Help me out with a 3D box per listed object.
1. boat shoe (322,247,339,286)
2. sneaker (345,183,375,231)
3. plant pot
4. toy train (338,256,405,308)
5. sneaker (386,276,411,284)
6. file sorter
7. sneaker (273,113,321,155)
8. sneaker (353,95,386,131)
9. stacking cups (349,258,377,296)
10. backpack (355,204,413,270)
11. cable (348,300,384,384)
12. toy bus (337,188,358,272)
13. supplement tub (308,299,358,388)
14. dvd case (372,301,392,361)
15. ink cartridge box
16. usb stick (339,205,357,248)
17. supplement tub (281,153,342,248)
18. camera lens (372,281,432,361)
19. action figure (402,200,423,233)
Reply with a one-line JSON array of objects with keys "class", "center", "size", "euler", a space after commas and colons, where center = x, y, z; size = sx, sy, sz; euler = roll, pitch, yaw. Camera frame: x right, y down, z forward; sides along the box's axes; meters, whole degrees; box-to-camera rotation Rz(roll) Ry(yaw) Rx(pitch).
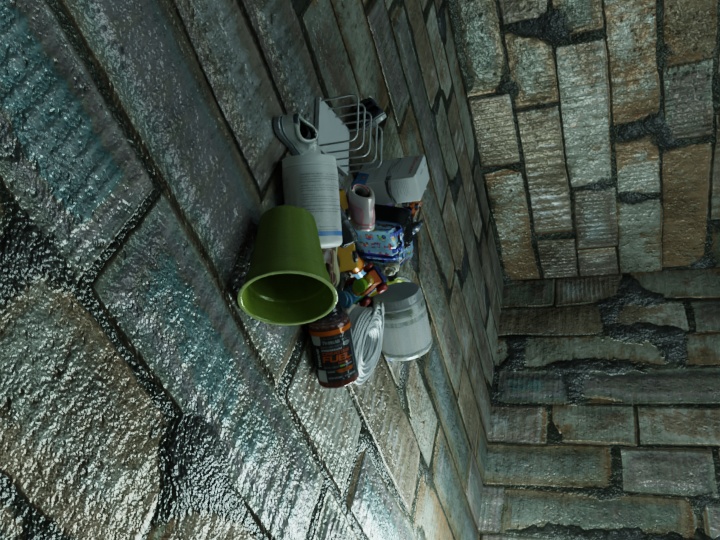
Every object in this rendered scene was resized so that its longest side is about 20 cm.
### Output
[{"class": "boat shoe", "center": [-0.096, -0.037, 1.570], "size": [0.072, 0.071, 0.204], "euler": [-55, 142, -59]}, {"class": "sneaker", "center": [-0.011, -0.185, 1.678], "size": [0.200, 0.074, 0.107], "euler": [-129, -145, -58]}, {"class": "plant pot", "center": [-0.147, -0.022, 1.312], "size": [0.201, 0.196, 0.193], "euler": [55, 26, -52]}, {"class": "toy train", "center": [0.023, 0.027, 1.709], "size": [0.085, 0.199, 0.115], "euler": [55, 31, 8]}, {"class": "sneaker", "center": [0.132, 0.089, 2.118], "size": [0.201, 0.077, 0.092], "euler": [55, 39, -53]}, {"class": "file sorter", "center": [-0.027, -0.361, 1.729], "size": [0.200, 0.122, 0.142], "euler": [33, 57, -64]}, {"class": "sneaker", "center": [-0.130, -0.306, 1.525], "size": [0.200, 0.069, 0.075], "euler": [30, 59, -65]}, {"class": "sneaker", "center": [0.022, -0.463, 1.899], "size": [0.080, 0.078, 0.200], "euler": [56, 2, -15]}, {"class": "stacking cups", "center": [0.000, 0.000, 1.815], "size": [0.201, 0.059, 0.062], "euler": [55, 37, -53]}, {"class": "backpack", "center": [0.062, -0.082, 1.853], "size": [0.135, 0.179, 0.203], "euler": [-58, 151, -43]}, {"class": "cable", "center": [0.000, 0.196, 1.717], "size": [0.201, 0.068, 0.203], "euler": [-52, 147, -47]}, {"class": "toy bus", "center": [-0.058, -0.102, 1.652], "size": [0.078, 0.064, 0.204], "euler": [-149, -133, -69]}, {"class": "supplement tub", "center": [-0.069, 0.171, 1.551], "size": [0.107, 0.105, 0.204], "euler": [-39, 122, -64]}, {"class": "dvd case", "center": [0.074, 0.176, 2.031], "size": [0.201, 0.017, 0.145], "euler": [59, 33, -48]}, {"class": "ink cartridge box", "center": [0.092, -0.265, 1.912], "size": [0.146, 0.196, 0.085], "euler": [-64, 143, -52]}, {"class": "usb stick", "center": [-0.073, -0.150, 1.584], "size": [0.202, 0.055, 0.033], "euler": [60, -8, -5]}, {"class": "supplement tub", "center": [-0.110, -0.153, 1.468], "size": [0.132, 0.129, 0.205], "euler": [-4, 91, -68]}, {"class": "camera lens", "center": [0.125, 0.156, 1.928], "size": [0.160, 0.157, 0.204], "euler": [-51, 132, -60]}, {"class": "action figure", "center": [0.143, -0.169, 2.144], "size": [0.104, 0.200, 0.196], "euler": [32, 60, -8]}]
